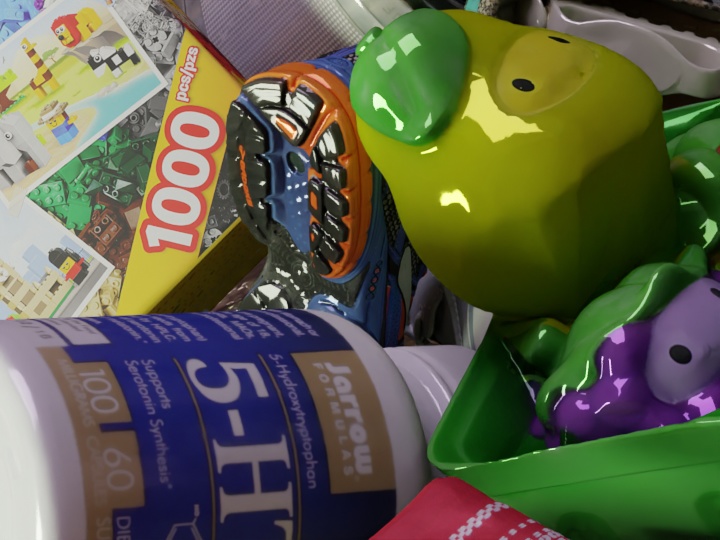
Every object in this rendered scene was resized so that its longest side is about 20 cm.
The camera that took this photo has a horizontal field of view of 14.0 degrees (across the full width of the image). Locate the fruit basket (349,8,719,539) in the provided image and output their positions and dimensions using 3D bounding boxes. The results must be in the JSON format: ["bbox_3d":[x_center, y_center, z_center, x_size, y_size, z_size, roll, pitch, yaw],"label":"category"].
[{"bbox_3d":[0.094,-0.013,0.976,0.155,0.216,0.216,-11,30,33],"label":"fruit basket"}]

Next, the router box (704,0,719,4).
[{"bbox_3d":[0.187,-0.165,1.317,0.157,0.052,0.200,2,39,49],"label":"router box"}]

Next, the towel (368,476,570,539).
[{"bbox_3d":[0.043,0.139,0.795,0.145,0.023,0.200,-38,45,-25],"label":"towel"}]

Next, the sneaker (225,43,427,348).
[{"bbox_3d":[0.000,0.000,1.083,0.075,0.200,0.078,34,49,28],"label":"sneaker"}]

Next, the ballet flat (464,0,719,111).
[{"bbox_3d":[0.135,-0.070,1.094,0.200,0.068,0.075,15,7,1],"label":"ballet flat"}]

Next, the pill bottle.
[{"bbox_3d":[-0.046,0.073,0.974,0.200,0.120,0.120,-2,8,-35],"label":"pill bottle"}]

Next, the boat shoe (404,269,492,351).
[{"bbox_3d":[0.054,0.011,1.142,0.071,0.070,0.201,-30,19,20],"label":"boat shoe"}]

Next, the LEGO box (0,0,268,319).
[{"bbox_3d":[-0.132,-0.024,1.173,0.200,0.149,0.077,-45,-11,4],"label":"LEGO box"}]

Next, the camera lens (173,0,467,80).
[{"bbox_3d":[0.013,-0.116,1.238,0.160,0.160,0.200,-49,7,-36],"label":"camera lens"}]
